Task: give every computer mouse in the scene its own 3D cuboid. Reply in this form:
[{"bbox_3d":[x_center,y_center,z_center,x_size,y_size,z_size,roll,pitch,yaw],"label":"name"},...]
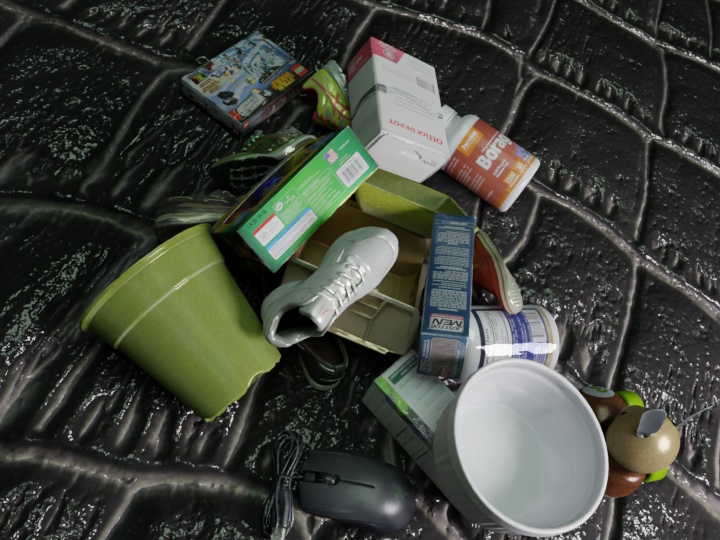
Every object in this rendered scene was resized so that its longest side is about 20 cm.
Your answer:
[{"bbox_3d":[-0.018,0.277,0.769,0.199,0.053,0.139,13,56,-10],"label":"computer mouse"}]

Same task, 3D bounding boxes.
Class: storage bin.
[{"bbox_3d":[0.000,0.000,0.878,0.197,0.094,0.200,23,33,-3],"label":"storage bin"}]

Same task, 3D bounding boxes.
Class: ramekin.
[{"bbox_3d":[0.182,0.218,0.742,0.199,0.105,0.201,8,60,-14],"label":"ramekin"}]

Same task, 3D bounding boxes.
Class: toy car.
[{"bbox_3d":[0.374,0.215,0.844,0.163,0.200,0.159,-3,61,-19],"label":"toy car"}]

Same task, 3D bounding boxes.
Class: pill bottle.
[{"bbox_3d":[0.209,-0.205,1.097,0.200,0.112,0.112,36,56,6],"label":"pill bottle"},{"bbox_3d":[0.178,0.107,0.901,0.199,0.111,0.112,1,60,-17],"label":"pill bottle"}]

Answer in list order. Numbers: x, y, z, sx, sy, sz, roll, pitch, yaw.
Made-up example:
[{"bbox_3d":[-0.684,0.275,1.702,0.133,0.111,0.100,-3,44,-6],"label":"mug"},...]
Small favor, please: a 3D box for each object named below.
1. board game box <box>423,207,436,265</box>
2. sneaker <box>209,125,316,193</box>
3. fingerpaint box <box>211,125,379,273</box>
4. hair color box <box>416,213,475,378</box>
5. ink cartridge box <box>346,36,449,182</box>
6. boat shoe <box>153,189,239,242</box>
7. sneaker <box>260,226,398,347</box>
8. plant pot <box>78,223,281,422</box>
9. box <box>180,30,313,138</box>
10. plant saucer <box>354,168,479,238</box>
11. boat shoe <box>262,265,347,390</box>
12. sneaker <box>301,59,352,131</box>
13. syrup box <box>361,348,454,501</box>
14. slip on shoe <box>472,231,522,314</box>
[{"bbox_3d":[0.117,-0.053,1.033,0.103,0.019,0.200,-29,72,-31],"label":"board game box"},{"bbox_3d":[-0.163,-0.189,1.004,0.199,0.077,0.089,-22,56,-33],"label":"sneaker"},{"bbox_3d":[-0.097,-0.094,0.819,0.200,0.167,0.073,-47,111,-17],"label":"fingerpaint box"},{"bbox_3d":[0.115,0.031,0.816,0.060,0.100,0.201,6,52,7],"label":"hair color box"},{"bbox_3d":[0.061,-0.264,1.024,0.145,0.085,0.201,13,57,-33],"label":"ink cartridge box"},{"bbox_3d":[-0.206,-0.086,0.916,0.199,0.075,0.074,-1,61,-20],"label":"boat shoe"},{"bbox_3d":[-0.033,0.029,0.720,0.078,0.200,0.099,47,12,-19],"label":"sneaker"},{"bbox_3d":[-0.203,0.078,0.765,0.190,0.200,0.200,48,57,0],"label":"plant pot"},{"bbox_3d":[-0.198,-0.334,1.088,0.137,0.040,0.200,38,56,8],"label":"box"},{"bbox_3d":[0.065,-0.107,0.955,0.199,0.048,0.200,21,17,-12],"label":"plant saucer"},{"bbox_3d":[-0.077,0.068,0.870,0.071,0.068,0.201,-20,66,-25],"label":"boat shoe"},{"bbox_3d":[-0.037,-0.271,1.091,0.090,0.078,0.201,-28,75,-3],"label":"sneaker"},{"bbox_3d":[0.101,0.214,0.829,0.079,0.082,0.200,-35,74,-31],"label":"syrup box"},{"bbox_3d":[0.196,0.008,0.933,0.061,0.074,0.200,-30,28,10],"label":"slip on shoe"}]
